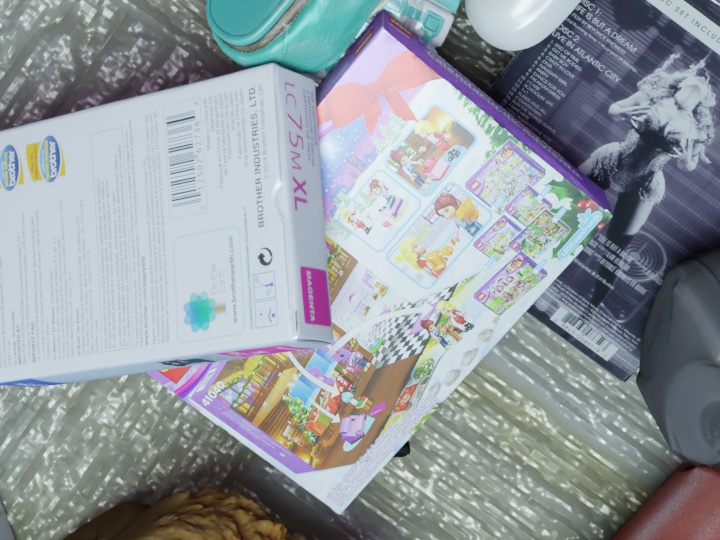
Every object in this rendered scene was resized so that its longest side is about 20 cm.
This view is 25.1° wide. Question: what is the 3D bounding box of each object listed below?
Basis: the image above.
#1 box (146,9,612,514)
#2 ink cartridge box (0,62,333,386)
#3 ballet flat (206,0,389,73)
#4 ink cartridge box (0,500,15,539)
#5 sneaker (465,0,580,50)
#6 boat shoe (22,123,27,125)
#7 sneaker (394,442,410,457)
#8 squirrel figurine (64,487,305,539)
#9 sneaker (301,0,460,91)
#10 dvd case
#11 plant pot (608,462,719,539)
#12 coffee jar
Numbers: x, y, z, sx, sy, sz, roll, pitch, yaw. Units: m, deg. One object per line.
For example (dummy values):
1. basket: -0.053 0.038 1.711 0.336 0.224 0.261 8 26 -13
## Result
1. box: 0.000 0.000 0.754 0.137 0.039 0.200 38 107 -13
2. ink cartridge box: -0.108 -0.013 0.730 0.199 0.042 0.120 -9 79 27
3. ballet flat: 0.014 -0.165 0.697 0.200 0.070 0.067 -49 62 13
4. ink cartridge box: -0.277 0.086 0.813 0.146 0.083 0.201 -20 92 1
5. sneaker: 0.080 -0.201 0.713 0.085 0.073 0.201 22 87 -46
6. boat shoe: -0.185 -0.046 0.818 0.199 0.071 0.063 18 89 4
7. sneaker: 0.020 0.003 0.814 0.080 0.071 0.201 16 108 -9
8. squirrel figurine: -0.067 0.204 0.768 0.200 0.142 0.187 -35 99 27
9. sneaker: -0.022 -0.094 0.792 0.077 0.091 0.200 37 106 -9
10. dvd case: 0.127 -0.051 0.787 0.148 0.016 0.200 36 128 -1
11. plant pot: 0.155 0.212 0.774 0.201 0.201 0.195 41 84 -2
12. coffee jar: 0.233 0.024 0.776 0.199 0.104 0.086 -15 57 -15
